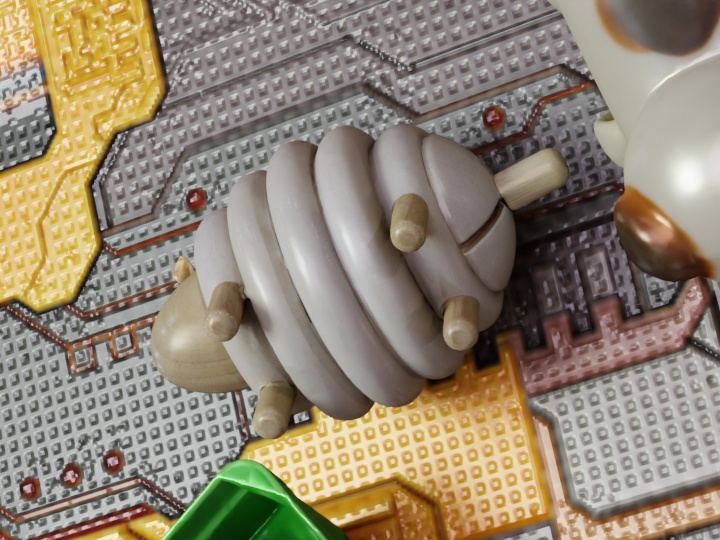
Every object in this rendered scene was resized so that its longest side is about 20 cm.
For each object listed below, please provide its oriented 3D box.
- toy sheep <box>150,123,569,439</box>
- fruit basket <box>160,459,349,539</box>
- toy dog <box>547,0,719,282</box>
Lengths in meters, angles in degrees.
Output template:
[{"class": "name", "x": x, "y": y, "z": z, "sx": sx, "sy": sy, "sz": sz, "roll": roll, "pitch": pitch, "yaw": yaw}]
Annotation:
[{"class": "toy sheep", "x": 0.000, "y": 0.000, "z": 1.271, "sx": 0.200, "sy": 0.138, "sz": 0.138, "roll": -21, "pitch": 74, "yaw": 11}, {"class": "fruit basket", "x": -0.071, "y": 0.197, "z": 1.241, "sx": 0.216, "sy": 0.216, "sz": 0.156, "roll": -49, "pitch": 65, "yaw": 13}, {"class": "toy dog", "x": 0.147, "y": -0.090, "z": 1.178, "sx": 0.139, "sy": 0.194, "sz": 0.200, "roll": -20, "pitch": 68, "yaw": 11}]
